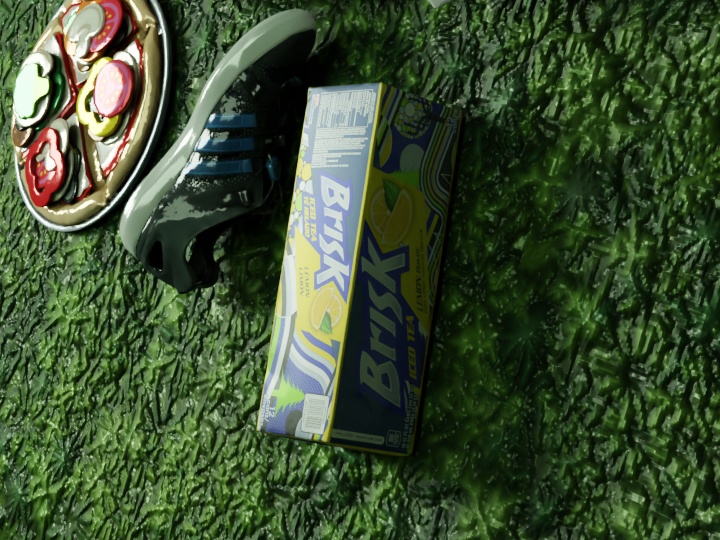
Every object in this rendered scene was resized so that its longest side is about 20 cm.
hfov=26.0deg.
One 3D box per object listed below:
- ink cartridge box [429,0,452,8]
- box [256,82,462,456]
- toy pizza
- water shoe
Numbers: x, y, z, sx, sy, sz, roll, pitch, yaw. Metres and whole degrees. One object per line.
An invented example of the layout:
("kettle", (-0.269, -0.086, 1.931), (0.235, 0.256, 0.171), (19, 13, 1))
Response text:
("ink cartridge box", (0.050, -0.260, 0.806), (0.145, 0.200, 0.088), (-22, 23, 42))
("box", (0.000, 0.000, 0.884), (0.064, 0.070, 0.201), (3, 82, 48))
("toy pizza", (-0.212, -0.129, 1.170), (0.200, 0.032, 0.201), (-15, 69, 44))
("water shoe", (-0.073, -0.073, 1.000), (0.079, 0.071, 0.200), (43, 112, 14))
